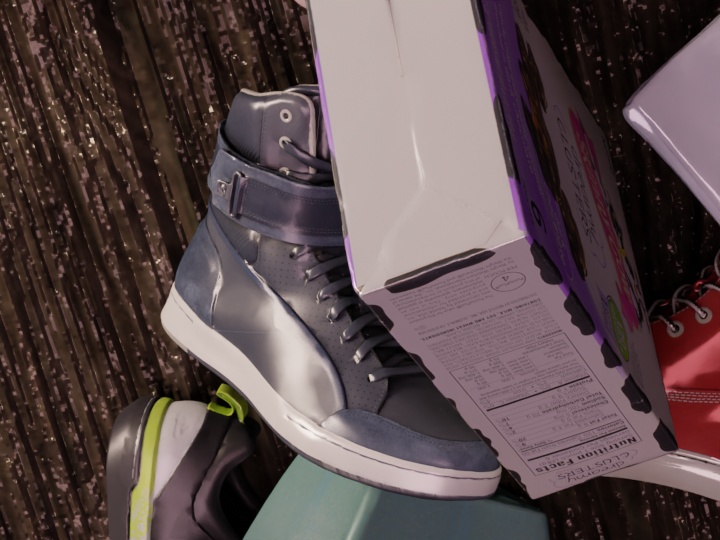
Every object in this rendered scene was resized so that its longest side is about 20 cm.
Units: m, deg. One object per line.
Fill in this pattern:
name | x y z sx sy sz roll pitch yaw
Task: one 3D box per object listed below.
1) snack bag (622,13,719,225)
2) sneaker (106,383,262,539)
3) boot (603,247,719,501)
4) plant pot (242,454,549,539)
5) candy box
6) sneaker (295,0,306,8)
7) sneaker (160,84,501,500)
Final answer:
snack bag | 0.233 -0.066 0.988 0.200 0.021 0.189 -40 99 2
sneaker | -0.074 0.154 1.126 0.082 0.072 0.202 0 110 8
boot | 0.133 0.021 1.045 0.198 0.072 0.145 12 110 -1
plant pot | 0.005 0.188 1.068 0.140 0.141 0.202 16 92 -23
candy box | 0.054 -0.027 0.940 0.071 0.169 0.200 -19 147 15
sneaker | 0.019 -0.172 0.967 0.104 0.076 0.201 24 136 5
sneaker | -0.002 0.000 1.017 0.202 0.077 0.147 34 114 36
